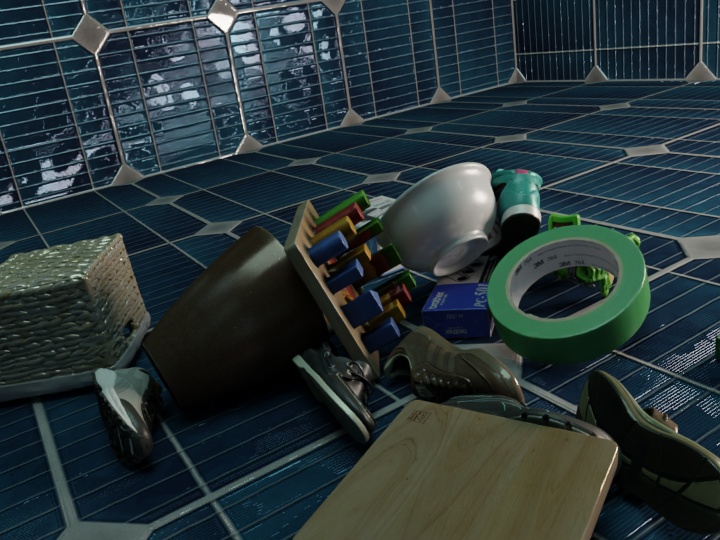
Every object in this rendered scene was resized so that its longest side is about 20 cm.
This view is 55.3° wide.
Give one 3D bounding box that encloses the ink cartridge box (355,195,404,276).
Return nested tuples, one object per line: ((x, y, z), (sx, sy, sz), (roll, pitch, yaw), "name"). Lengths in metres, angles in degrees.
((0.040, -0.070, 1.281), (0.142, 0.086, 0.199), (-20, 22, -26), "ink cartridge box")

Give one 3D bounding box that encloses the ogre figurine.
((0.332, -0.030, 1.022), (0.118, 0.100, 0.200), (19, 46, 34), "ogre figurine")

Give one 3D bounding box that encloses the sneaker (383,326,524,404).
((0.100, 0.127, 0.777), (0.075, 0.072, 0.199), (-37, 25, -18), "sneaker")

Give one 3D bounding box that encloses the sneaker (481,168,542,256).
((0.232, -0.094, 1.075), (0.081, 0.124, 0.201), (8, -23, -2), "sneaker")

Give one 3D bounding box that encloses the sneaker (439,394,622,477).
((0.149, 0.149, 0.650), (0.196, 0.078, 0.079), (4, 18, 36), "sneaker")

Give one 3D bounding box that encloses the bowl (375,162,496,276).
((0.126, -0.056, 1.006), (0.196, 0.203, 0.092), (-18, 64, -23), "bowl")

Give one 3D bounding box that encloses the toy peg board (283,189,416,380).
((0.000, 0.000, 0.904), (0.096, 0.203, 0.200), (-29, 17, 10), "toy peg board")

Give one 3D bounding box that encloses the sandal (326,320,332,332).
((-0.049, 0.038, 1.067), (0.077, 0.061, 0.207), (-4, 20, 16), "sandal")

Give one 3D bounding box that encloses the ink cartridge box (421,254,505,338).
((0.158, 0.034, 1.003), (0.091, 0.045, 0.200), (-3, 21, 22), "ink cartridge box")

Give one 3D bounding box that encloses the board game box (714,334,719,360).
((0.497, 0.093, 0.711), (0.131, 0.030, 0.199), (-18, 22, -21), "board game box")

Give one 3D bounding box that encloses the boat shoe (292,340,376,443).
((-0.018, 0.128, 0.783), (0.065, 0.076, 0.199), (-34, 16, -13), "boat shoe")

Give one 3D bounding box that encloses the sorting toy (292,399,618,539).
((0.083, 0.202, 0.543), (0.194, 0.072, 0.199), (5, 25, 34), "sorting toy")

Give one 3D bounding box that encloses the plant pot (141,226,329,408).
((-0.170, 0.077, 0.878), (0.198, 0.191, 0.186), (-33, 27, -21), "plant pot")

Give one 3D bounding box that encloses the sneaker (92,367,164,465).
((-0.271, 0.161, 0.823), (0.077, 0.076, 0.199), (-12, 19, -24), "sneaker")

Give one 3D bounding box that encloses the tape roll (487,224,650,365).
((0.260, 0.026, 0.870), (0.195, 0.049, 0.203), (-19, 36, 14), "tape roll")

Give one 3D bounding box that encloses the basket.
((-0.441, 0.064, 1.013), (0.194, 0.165, 0.199), (-11, 20, 1), "basket")

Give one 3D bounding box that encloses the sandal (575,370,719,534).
((0.253, 0.159, 0.603), (0.056, 0.082, 0.201), (11, 15, -21), "sandal")
